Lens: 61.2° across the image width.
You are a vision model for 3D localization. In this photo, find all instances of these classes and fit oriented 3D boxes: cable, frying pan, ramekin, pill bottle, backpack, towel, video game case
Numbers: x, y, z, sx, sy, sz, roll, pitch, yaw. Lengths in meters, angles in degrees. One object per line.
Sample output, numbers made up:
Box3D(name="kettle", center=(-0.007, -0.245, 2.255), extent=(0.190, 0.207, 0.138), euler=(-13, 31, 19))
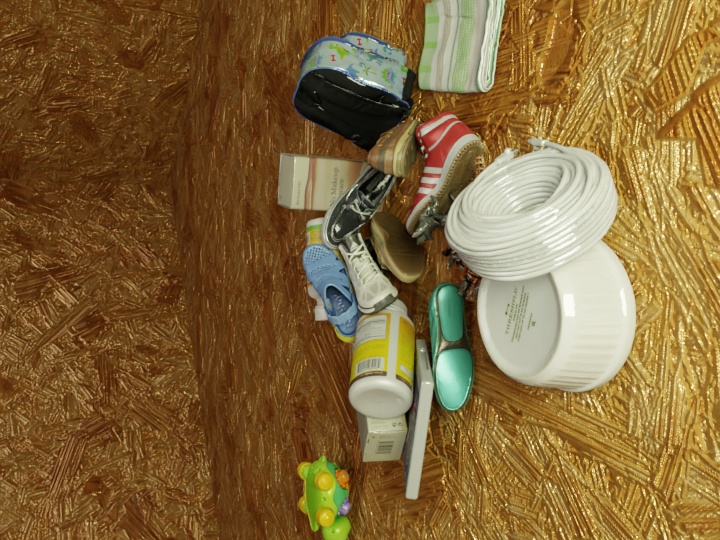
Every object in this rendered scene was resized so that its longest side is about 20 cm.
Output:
Box3D(name="cable", center=(0.194, -0.070, 0.713), extent=(0.070, 0.199, 0.200), euler=(58, 169, -28))
Box3D(name="frying pan", center=(0.021, 0.028, 1.240), extent=(0.115, 0.030, 0.194), euler=(-146, 55, -60))
Box3D(name="ramekin", center=(0.228, 0.051, 0.752), extent=(0.202, 0.093, 0.206), euler=(6, 96, 63))
Box3D(name="pill bottle", center=(-0.055, 0.000, 1.244), extent=(0.111, 0.109, 0.204), euler=(-11, 79, 63))
Box3D(name="backpack", center=(-0.017, -0.337, 1.118), extent=(0.183, 0.197, 0.149), euler=(138, 145, -58))
Box3D(name="pill bottle", center=(0.041, 0.145, 1.058), extent=(0.202, 0.108, 0.110), euler=(-82, 14, -45))
Box3D(name="towel", center=(0.150, -0.361, 0.965), extent=(0.200, 0.030, 0.152), euler=(31, 118, 60))
Box3D(name="video game case", center=(0.093, 0.242, 1.023), extent=(0.182, 0.023, 0.204), euler=(-81, -3, -76))

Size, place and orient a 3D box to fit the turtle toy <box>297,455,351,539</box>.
Box3D(name="turtle toy", center=(-0.073, 0.520, 1.372), extent=(0.145, 0.099, 0.204), euler=(-8, 84, 63))

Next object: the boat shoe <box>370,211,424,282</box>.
Box3D(name="boat shoe", center=(0.064, -0.033, 1.117), extent=(0.201, 0.070, 0.065), euler=(-110, 26, -53))

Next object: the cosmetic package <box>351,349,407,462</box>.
Box3D(name="cosmetic package", center=(0.031, 0.234, 1.120), extent=(0.105, 0.072, 0.202), euler=(98, 169, -45))

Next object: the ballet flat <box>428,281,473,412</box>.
Box3D(name="ballet flat", center=(0.143, 0.121, 0.977), extent=(0.070, 0.066, 0.204), euler=(122, 145, -86))

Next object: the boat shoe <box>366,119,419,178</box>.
Box3D(name="boat shoe", center=(0.059, -0.210, 1.015), extent=(0.201, 0.066, 0.073), euler=(-61, -24, -61))

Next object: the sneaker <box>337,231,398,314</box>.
Box3D(name="sneaker", center=(0.000, 0.000, 1.091), extent=(0.116, 0.075, 0.201), euler=(59, 178, -19))

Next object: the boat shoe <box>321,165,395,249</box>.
Box3D(name="boat shoe", center=(0.001, -0.124, 1.145), extent=(0.201, 0.072, 0.068), euler=(-50, 17, -8))

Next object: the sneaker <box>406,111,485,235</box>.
Box3D(name="sneaker", center=(0.118, -0.160, 0.992), extent=(0.201, 0.070, 0.113), euler=(-59, 44, 36))

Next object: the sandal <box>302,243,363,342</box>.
Box3D(name="sandal", center=(-0.050, 0.034, 1.137), extent=(0.202, 0.079, 0.087), euler=(60, -179, 16))

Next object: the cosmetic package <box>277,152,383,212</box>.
Box3D(name="cosmetic package", center=(-0.056, -0.171, 1.200), extent=(0.087, 0.197, 0.105), euler=(-153, 65, -61))

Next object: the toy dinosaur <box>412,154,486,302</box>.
Box3D(name="toy dinosaur", center=(0.167, -0.062, 0.908), extent=(0.135, 0.101, 0.203), euler=(22, 93, 46))
